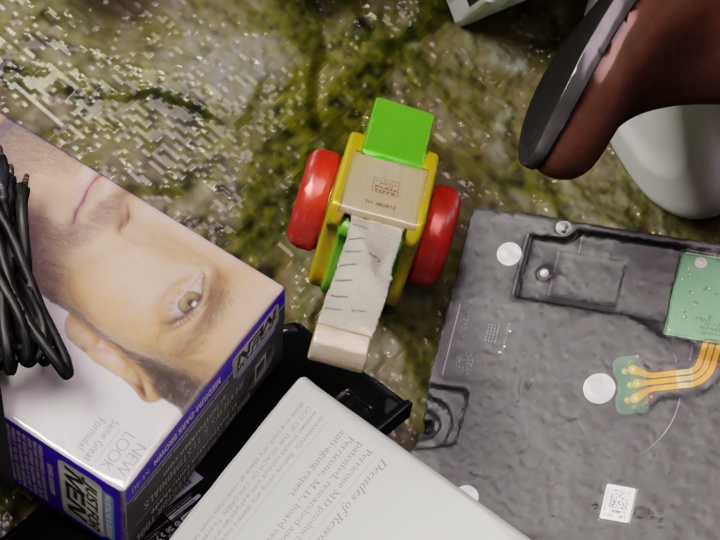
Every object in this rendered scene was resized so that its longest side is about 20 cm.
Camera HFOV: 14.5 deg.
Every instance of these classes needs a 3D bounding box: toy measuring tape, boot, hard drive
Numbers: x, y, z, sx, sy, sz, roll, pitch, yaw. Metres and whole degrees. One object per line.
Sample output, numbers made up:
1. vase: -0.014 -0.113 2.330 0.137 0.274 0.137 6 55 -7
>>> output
1. toy measuring tape: 0.000 0.000 1.127 0.073 0.074 0.200 17 33 -1
2. boot: 0.179 -0.053 1.104 0.200 0.068 0.188 42 59 -2
3. hard drive: 0.125 0.057 1.119 0.199 0.038 0.141 8 70 17

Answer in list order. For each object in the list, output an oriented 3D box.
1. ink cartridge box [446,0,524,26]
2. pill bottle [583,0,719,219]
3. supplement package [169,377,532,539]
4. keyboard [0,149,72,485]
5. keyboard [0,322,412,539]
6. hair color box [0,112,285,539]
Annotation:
1. ink cartridge box: 0.133 -0.156 1.211 0.199 0.095 0.037 -19 91 -6
2. pill bottle: 0.204 -0.105 1.211 0.199 0.112 0.113 -22 70 -19
3. supplement package: 0.032 0.150 0.996 0.200 0.117 0.117 33 80 39
4. keyboard: -0.169 -0.012 1.053 0.103 0.040 0.201 -11 62 -5
5. keyboard: -0.065 0.108 1.112 0.200 0.040 0.104 -38 52 -22
6. hair color box: -0.140 0.009 1.110 0.199 0.065 0.109 31 63 13
